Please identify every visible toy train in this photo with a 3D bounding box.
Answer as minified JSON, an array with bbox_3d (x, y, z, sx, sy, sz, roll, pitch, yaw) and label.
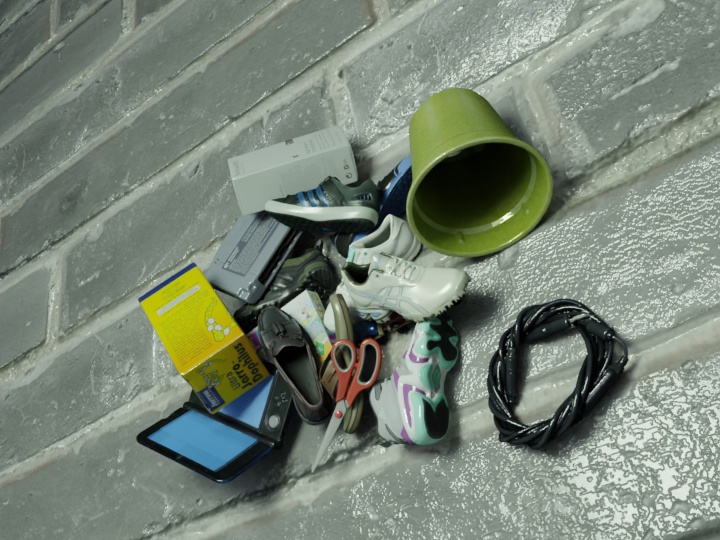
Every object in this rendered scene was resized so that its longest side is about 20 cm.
[{"bbox_3d":[0.059,0.068,1.224,0.199,0.046,0.034,-29,53,25],"label":"toy train"}]

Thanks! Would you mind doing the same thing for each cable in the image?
[{"bbox_3d":[0.227,0.129,1.055,0.200,0.051,0.163,-52,47,7],"label":"cable"}]

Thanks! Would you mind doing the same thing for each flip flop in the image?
[{"bbox_3d":[-0.033,0.134,1.209,0.081,0.057,0.201,178,83,-79],"label":"flip flop"}]

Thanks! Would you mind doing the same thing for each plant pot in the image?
[{"bbox_3d":[0.147,-0.154,1.182,0.200,0.200,0.185,-35,40,21],"label":"plant pot"}]

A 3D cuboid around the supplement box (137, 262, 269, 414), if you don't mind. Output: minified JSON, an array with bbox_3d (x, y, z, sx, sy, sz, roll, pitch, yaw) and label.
[{"bbox_3d":[-0.243,0.101,1.297,0.109,0.109,0.200,-34,46,-9],"label":"supplement box"}]

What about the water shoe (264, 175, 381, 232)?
[{"bbox_3d":[-0.054,-0.105,1.305,0.199,0.071,0.079,7,71,28],"label":"water shoe"}]

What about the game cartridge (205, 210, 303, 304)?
[{"bbox_3d":[-0.171,-0.045,1.398,0.133,0.041,0.201,20,71,40],"label":"game cartridge"}]

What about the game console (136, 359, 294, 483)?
[{"bbox_3d":[-0.216,0.209,1.277,0.199,0.118,0.172,15,88,32],"label":"game console"}]

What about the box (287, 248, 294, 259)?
[{"bbox_3d":[-0.123,-0.094,1.457,0.039,0.041,0.201,6,74,41],"label":"box"}]

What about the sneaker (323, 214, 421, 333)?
[{"bbox_3d":[0.000,0.000,1.266,0.200,0.088,0.075,-52,47,-2],"label":"sneaker"}]

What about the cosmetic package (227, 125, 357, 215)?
[{"bbox_3d":[-0.113,-0.167,1.388,0.199,0.074,0.102,-17,29,-5],"label":"cosmetic package"}]

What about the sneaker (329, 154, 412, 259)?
[{"bbox_3d":[0.024,-0.107,1.322,0.078,0.070,0.200,40,97,36],"label":"sneaker"}]

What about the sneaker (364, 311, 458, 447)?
[{"bbox_3d":[0.058,0.149,1.166,0.140,0.078,0.201,-21,45,42],"label":"sneaker"}]

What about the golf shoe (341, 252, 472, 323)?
[{"bbox_3d":[0.054,0.016,1.154,0.199,0.097,0.078,-12,36,40],"label":"golf shoe"}]

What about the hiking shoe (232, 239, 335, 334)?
[{"bbox_3d":[-0.128,0.033,1.388,0.199,0.076,0.101,-31,39,16],"label":"hiking shoe"}]

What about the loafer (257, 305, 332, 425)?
[{"bbox_3d":[-0.096,0.130,1.242,0.072,0.063,0.201,-24,66,-11],"label":"loafer"}]

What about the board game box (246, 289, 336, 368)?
[{"bbox_3d":[-0.125,0.142,1.326,0.200,0.034,0.135,-37,62,20],"label":"board game box"}]

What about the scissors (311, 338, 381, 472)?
[{"bbox_3d":[-0.020,0.190,1.168,0.073,0.014,0.201,11,90,8],"label":"scissors"}]
